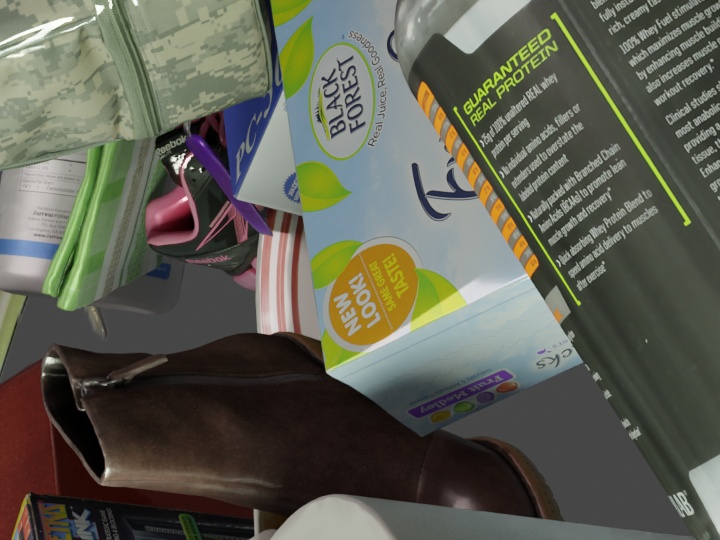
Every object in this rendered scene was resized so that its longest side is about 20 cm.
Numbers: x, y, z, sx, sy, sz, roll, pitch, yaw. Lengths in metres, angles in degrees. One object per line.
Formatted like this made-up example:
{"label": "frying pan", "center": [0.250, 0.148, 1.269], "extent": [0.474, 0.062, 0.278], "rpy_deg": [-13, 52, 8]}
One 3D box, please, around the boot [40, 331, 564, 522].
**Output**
{"label": "boot", "center": [-0.026, 0.086, 0.711], "extent": [0.200, 0.165, 0.073], "rpy_deg": [43, 123, 52]}

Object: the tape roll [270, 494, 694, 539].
{"label": "tape roll", "center": [0.043, 0.178, 0.563], "extent": [0.202, 0.138, 0.204], "rpy_deg": [-171, 90, -68]}

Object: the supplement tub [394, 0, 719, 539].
{"label": "supplement tub", "center": [0.090, -0.037, 0.457], "extent": [0.201, 0.122, 0.123], "rpy_deg": [58, 146, 8]}

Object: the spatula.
{"label": "spatula", "center": [-0.093, -0.108, 0.910], "extent": [0.056, 0.020, 0.201], "rpy_deg": [-169, 57, -76]}

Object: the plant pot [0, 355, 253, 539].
{"label": "plant pot", "center": [-0.144, 0.163, 0.968], "extent": [0.177, 0.199, 0.200], "rpy_deg": [-54, 33, 30]}

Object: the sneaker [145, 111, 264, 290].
{"label": "sneaker", "center": [-0.060, -0.067, 0.969], "extent": [0.079, 0.095, 0.200], "rpy_deg": [-98, 29, -42]}

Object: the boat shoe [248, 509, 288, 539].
{"label": "boat shoe", "center": [-0.024, 0.141, 0.751], "extent": [0.071, 0.070, 0.200], "rpy_deg": [-54, 16, 24]}

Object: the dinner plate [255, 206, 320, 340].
{"label": "dinner plate", "center": [0.000, 0.000, 0.865], "extent": [0.200, 0.024, 0.202], "rpy_deg": [-11, 77, 59]}

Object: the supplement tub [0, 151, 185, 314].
{"label": "supplement tub", "center": [-0.171, -0.078, 1.192], "extent": [0.132, 0.131, 0.202], "rpy_deg": [175, 104, -67]}

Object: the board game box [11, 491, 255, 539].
{"label": "board game box", "center": [-0.104, 0.211, 0.868], "extent": [0.057, 0.164, 0.201], "rpy_deg": [-120, 44, -55]}

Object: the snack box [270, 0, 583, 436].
{"label": "snack box", "center": [0.058, -0.069, 0.620], "extent": [0.168, 0.068, 0.201], "rpy_deg": [-26, 51, 24]}

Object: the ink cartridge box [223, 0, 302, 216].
{"label": "ink cartridge box", "center": [-0.006, -0.131, 0.780], "extent": [0.094, 0.044, 0.201], "rpy_deg": [-101, 30, -49]}

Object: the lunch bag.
{"label": "lunch bag", "center": [-0.143, -0.147, 0.744], "extent": [0.140, 0.167, 0.201], "rpy_deg": [92, 157, -70]}

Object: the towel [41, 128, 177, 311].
{"label": "towel", "center": [-0.130, -0.061, 1.012], "extent": [0.200, 0.030, 0.150], "rpy_deg": [-43, -32, -81]}
